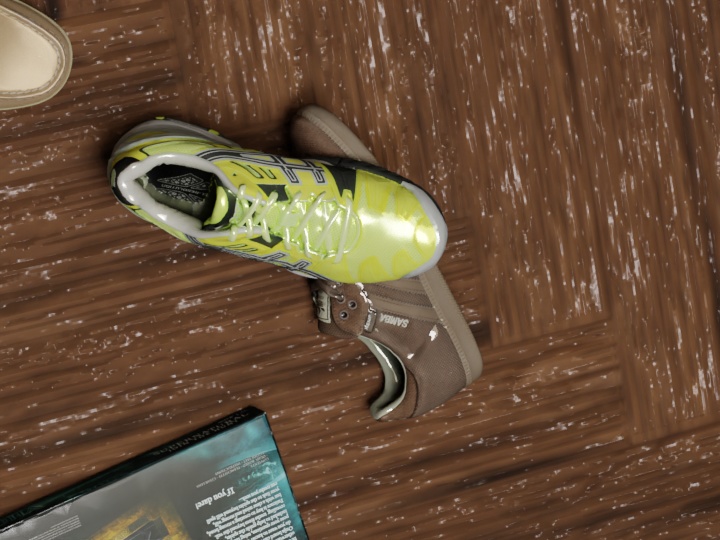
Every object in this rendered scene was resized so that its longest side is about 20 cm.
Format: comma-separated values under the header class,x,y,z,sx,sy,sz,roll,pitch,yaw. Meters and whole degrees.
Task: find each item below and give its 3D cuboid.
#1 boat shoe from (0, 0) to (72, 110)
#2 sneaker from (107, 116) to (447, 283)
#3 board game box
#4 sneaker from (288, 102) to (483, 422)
class,x,y,z,sx,sy,sz,roll,pitch,yaw
boat shoe,-0.250,-0.129,1.448,0.199,0.064,0.072,11,93,-22
sneaker,-0.050,-0.030,1.494,0.199,0.076,0.076,12,107,5
board game box,-0.126,0.181,1.554,0.199,0.028,0.136,-23,104,-18
sneaker,0.000,0.000,1.559,0.075,0.070,0.201,-34,107,-12
